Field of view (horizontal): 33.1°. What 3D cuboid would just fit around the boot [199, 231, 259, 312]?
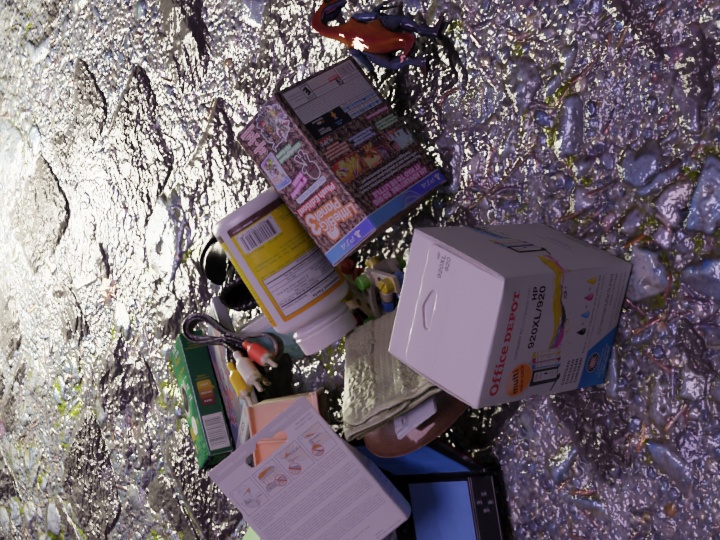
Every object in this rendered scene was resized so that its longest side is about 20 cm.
[{"bbox_3d":[-0.175,0.002,1.740,0.211,0.079,0.158,-43,34,43],"label":"boot"}]

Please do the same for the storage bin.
[{"bbox_3d":[-0.083,0.263,1.610,0.200,0.093,0.200,82,180,-86],"label":"storage bin"}]

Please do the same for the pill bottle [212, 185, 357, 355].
[{"bbox_3d":[-0.088,0.002,1.500,0.109,0.109,0.200,-24,100,49],"label":"pill bottle"}]

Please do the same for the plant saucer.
[{"bbox_3d":[0.068,0.130,1.437,0.037,0.201,0.200,45,146,-22],"label":"plant saucer"}]

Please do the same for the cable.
[{"bbox_3d":[-0.183,0.101,1.705,0.200,0.050,0.097,38,99,32],"label":"cable"}]

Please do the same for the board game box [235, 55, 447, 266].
[{"bbox_3d":[-0.022,-0.136,1.474,0.200,0.159,0.097,53,135,2],"label":"board game box"}]

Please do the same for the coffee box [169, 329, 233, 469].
[{"bbox_3d":[-0.251,0.203,1.903,0.123,0.044,0.201,125,131,-66],"label":"coffee box"}]

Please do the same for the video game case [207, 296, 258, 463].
[{"bbox_3d":[-0.193,0.167,1.811,0.182,0.023,0.201,107,147,-57],"label":"video game case"}]

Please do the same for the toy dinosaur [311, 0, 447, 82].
[{"bbox_3d":[0.011,-0.301,1.485,0.181,0.200,0.105,16,91,17],"label":"toy dinosaur"}]

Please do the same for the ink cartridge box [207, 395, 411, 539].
[{"bbox_3d":[-0.062,0.269,1.472,0.161,0.050,0.200,-40,92,9],"label":"ink cartridge box"}]

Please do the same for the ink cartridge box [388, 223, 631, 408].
[{"bbox_3d":[0.158,0.042,1.289,0.144,0.199,0.148,30,116,45],"label":"ink cartridge box"}]

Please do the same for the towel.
[{"bbox_3d":[0.040,0.104,1.411,0.148,0.037,0.200,-31,26,18],"label":"towel"}]

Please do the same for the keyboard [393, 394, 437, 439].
[{"bbox_3d":[0.057,0.122,1.414,0.056,0.011,0.200,-34,25,14],"label":"keyboard"}]

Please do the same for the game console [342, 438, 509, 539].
[{"bbox_3d":[0.067,0.282,1.490,0.200,0.118,0.173,-15,82,51],"label":"game console"}]

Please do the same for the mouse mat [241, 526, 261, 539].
[{"bbox_3d":[-0.163,0.390,1.607,0.161,0.008,0.200,-59,3,6],"label":"mouse mat"}]

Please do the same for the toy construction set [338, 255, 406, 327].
[{"bbox_3d":[0.000,0.000,1.564,0.131,0.092,0.200,90,155,-44],"label":"toy construction set"}]

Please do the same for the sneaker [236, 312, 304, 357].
[{"bbox_3d":[-0.087,0.076,1.713,0.200,0.074,0.082,-29,101,43],"label":"sneaker"}]
